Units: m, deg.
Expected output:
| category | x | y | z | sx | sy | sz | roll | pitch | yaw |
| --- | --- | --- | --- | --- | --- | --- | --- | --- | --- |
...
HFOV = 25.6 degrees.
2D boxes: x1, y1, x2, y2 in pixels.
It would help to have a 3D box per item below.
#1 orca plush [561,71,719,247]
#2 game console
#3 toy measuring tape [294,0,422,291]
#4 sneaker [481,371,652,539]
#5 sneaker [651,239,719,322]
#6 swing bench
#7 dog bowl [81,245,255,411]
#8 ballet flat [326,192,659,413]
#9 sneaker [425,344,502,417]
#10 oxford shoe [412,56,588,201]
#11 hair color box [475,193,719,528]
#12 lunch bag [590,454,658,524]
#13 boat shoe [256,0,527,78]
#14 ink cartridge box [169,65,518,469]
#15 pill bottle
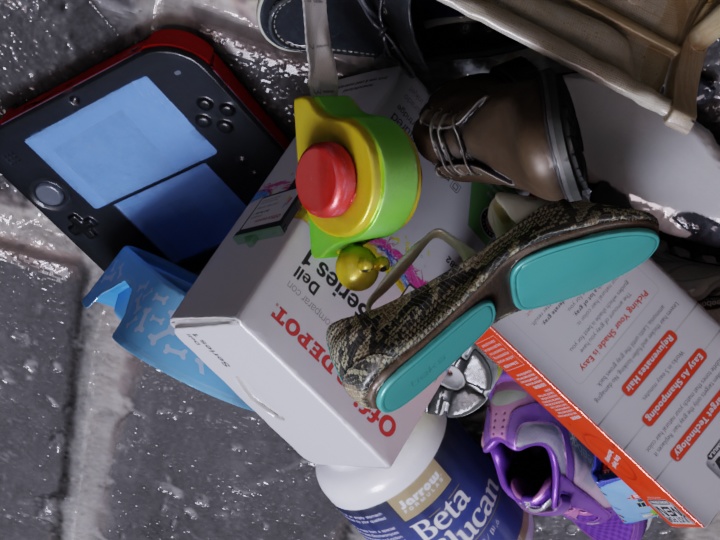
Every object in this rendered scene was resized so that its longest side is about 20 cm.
| category | x | y | z | sx | sy | sz | roll | pitch | yaw |
| --- | --- | --- | --- | --- | --- | --- | --- | --- | --- |
| orca plush | 0.199 | -0.065 | 0.978 | 0.197 | 0.071 | 0.107 | 12 | 91 | 0 |
| game console | -0.140 | -0.067 | 1.083 | 0.198 | 0.031 | 0.177 | -20 | 124 | 32 |
| toy measuring tape | -0.002 | -0.090 | 0.882 | 0.073 | 0.073 | 0.203 | -3 | 91 | 20 |
| sneaker | 0.145 | 0.150 | 1.158 | 0.080 | 0.089 | 0.201 | -12 | 129 | 36 |
| sneaker | 0.197 | 0.019 | 1.016 | 0.197 | 0.081 | 0.076 | 3 | 99 | 10 |
| swing bench | 0.134 | -0.208 | 0.801 | 0.197 | 0.131 | 0.200 | 26 | 140 | -9 |
| dog bowl | -0.116 | 0.034 | 1.054 | 0.111 | 0.200 | 0.050 | 26 | 91 | -25 |
| ballet flat | 0.067 | 0.001 | 0.876 | 0.199 | 0.076 | 0.068 | -30 | 150 | -10 |
| sneaker | 0.015 | 0.039 | 1.108 | 0.198 | 0.090 | 0.079 | 27 | 113 | 20 |
| oxford shoe | 0.075 | -0.070 | 0.872 | 0.083 | 0.200 | 0.074 | -15 | 101 | -4 |
| hair color box | 0.152 | 0.049 | 0.939 | 0.200 | 0.102 | 0.061 | 43 | 167 | 0 |
| lunch bag | 0.259 | 0.106 | 1.053 | 0.197 | 0.095 | 0.151 | -6 | 161 | 15 |
| boat shoe | 0.027 | -0.154 | 0.927 | 0.197 | 0.063 | 0.075 | -2 | 134 | 20 |
| ink cartridge box | 0.000 | 0.000 | 0.975 | 0.145 | 0.201 | 0.084 | 45 | 154 | -26 |
| pill bottle | 0.036 | 0.153 | 1.182 | 0.110 | 0.112 | 0.200 | -20 | 124 | 32 |
